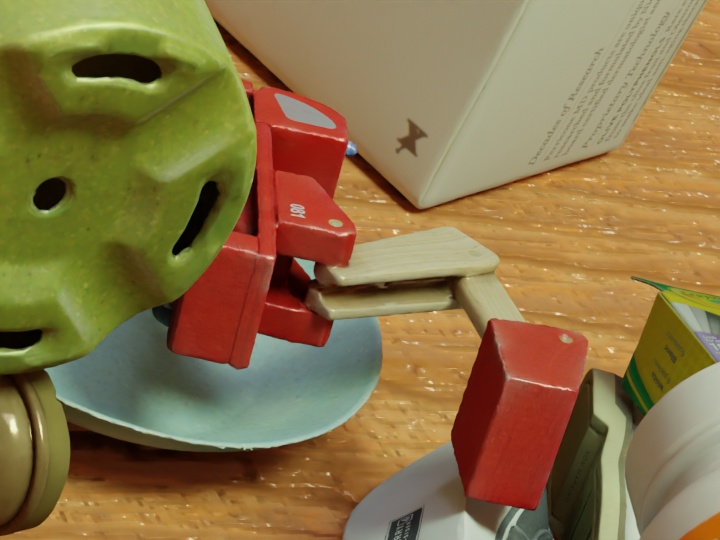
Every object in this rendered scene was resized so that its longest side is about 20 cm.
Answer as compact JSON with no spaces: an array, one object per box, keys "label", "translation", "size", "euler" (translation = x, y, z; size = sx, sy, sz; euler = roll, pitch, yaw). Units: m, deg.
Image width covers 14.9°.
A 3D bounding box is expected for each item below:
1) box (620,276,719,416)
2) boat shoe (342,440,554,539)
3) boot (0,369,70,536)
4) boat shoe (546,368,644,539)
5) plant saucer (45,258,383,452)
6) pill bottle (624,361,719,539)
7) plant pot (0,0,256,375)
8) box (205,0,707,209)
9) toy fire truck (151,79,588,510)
[{"label":"box","translation":[0.174,0.069,0.982],"size":[0.117,0.049,0.200],"euler":[10,28,-25]},{"label":"boat shoe","translation":[0.037,0.108,0.933],"size":[0.068,0.071,0.200],"euler":[61,14,-10]},{"label":"boot","translation":[-0.213,0.038,0.834],"size":[0.175,0.067,0.199],"euler":[34,28,34]},{"label":"boat shoe","translation":[0.105,0.103,0.983],"size":[0.068,0.075,0.200],"euler":[20,30,-4]},{"label":"plant saucer","translation":[-0.089,0.008,1.001],"size":[0.200,0.039,0.202],"euler":[22,30,-13]},{"label":"pill bottle","translation":[0.136,0.122,0.770],"size":[0.112,0.113,0.201],"euler":[14,39,-24]},{"label":"plant pot","translation":[-0.126,-0.075,0.854],"size":[0.199,0.201,0.185],"euler":[3,37,-37]},{"label":"box","translation":[0.048,-0.173,1.226],"size":[0.199,0.201,0.171],"euler":[44,35,22]},{"label":"toy fire truck","translation":[0.000,0.000,0.963],"size":[0.140,0.049,0.200],"euler":[12,26,-9]}]
